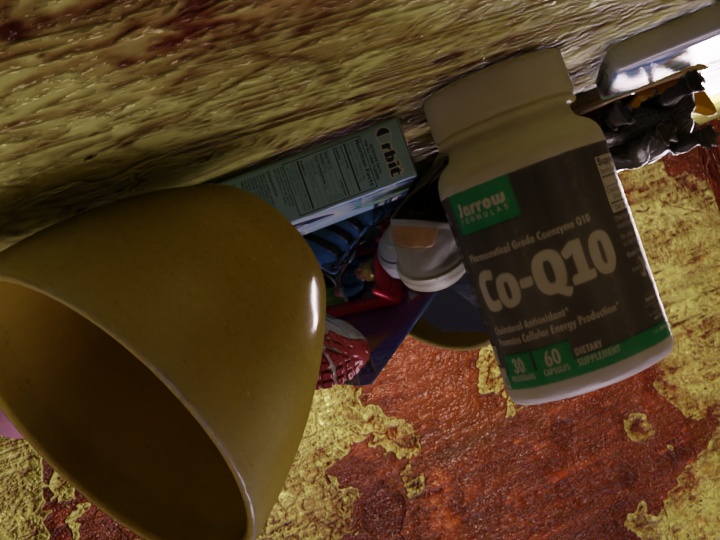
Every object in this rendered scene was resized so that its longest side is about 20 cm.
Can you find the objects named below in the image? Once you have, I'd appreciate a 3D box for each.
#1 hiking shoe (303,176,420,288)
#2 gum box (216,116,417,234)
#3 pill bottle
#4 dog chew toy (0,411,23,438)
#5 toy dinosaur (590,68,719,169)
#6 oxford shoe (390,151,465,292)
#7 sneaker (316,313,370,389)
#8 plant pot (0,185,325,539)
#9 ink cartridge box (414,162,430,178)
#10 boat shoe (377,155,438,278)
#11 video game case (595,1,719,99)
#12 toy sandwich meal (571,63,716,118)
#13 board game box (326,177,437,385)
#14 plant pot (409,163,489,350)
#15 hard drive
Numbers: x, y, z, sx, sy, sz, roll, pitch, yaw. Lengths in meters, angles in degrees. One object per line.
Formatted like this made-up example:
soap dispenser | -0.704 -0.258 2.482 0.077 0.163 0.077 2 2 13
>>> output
hiking shoe | -0.028 -0.028 0.927 0.197 0.088 0.074 -21 170 -20
gum box | -0.061 -0.045 0.774 0.197 0.045 0.170 -20 179 0
pill bottle | 0.115 -0.028 0.687 0.111 0.203 0.113 -20 179 0
dog chew toy | -0.350 0.107 1.252 0.198 0.126 0.124 -28 -178 -19
toy dinosaur | 0.217 -0.107 0.862 0.198 0.078 0.102 -22 174 -23
oxford shoe | 0.078 -0.068 0.790 0.074 0.058 0.201 3 -139 32
sneaker | -0.063 0.041 0.958 0.082 0.079 0.198 -33 -145 -33
plant pot | -0.099 0.035 0.595 0.199 0.201 0.142 -21 -157 51
ink cartridge box | 0.131 -0.058 1.007 0.197 0.105 0.060 17 145 9
boat shoe | 0.087 -0.077 0.896 0.199 0.067 0.074 -39 -139 0
video game case | 0.278 -0.184 0.820 0.197 0.022 0.182 -21 179 10
toy sandwich meal | 0.256 -0.145 1.071 0.202 0.071 0.205 -20 179 0
board game box | 0.000 0.000 0.991 0.039 0.158 0.201 23 109 -41
plant pot | 0.096 -0.037 1.155 0.199 0.200 0.143 -21 -154 51
hard drive | 0.110 0.017 1.004 0.198 0.033 0.139 -2 151 46
